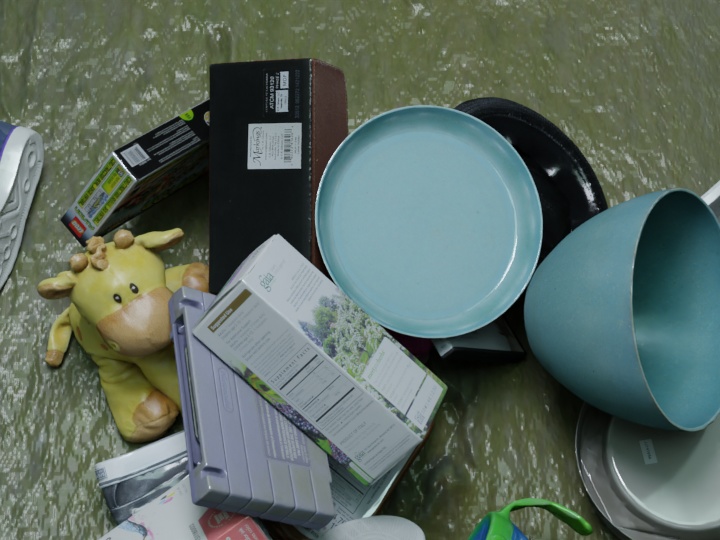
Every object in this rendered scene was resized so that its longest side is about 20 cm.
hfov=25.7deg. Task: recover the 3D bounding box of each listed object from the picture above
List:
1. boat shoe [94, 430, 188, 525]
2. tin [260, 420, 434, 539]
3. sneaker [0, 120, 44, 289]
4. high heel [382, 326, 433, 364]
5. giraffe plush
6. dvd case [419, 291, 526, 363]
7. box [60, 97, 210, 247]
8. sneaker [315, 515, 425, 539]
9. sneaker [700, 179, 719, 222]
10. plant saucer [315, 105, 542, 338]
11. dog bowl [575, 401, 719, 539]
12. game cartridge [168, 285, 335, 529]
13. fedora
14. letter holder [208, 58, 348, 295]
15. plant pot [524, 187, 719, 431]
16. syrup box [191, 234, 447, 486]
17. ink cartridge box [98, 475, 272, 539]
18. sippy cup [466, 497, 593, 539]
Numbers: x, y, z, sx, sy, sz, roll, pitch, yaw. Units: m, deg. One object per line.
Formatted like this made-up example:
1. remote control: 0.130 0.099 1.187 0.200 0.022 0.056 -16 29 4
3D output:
1. boat shoe: -0.129 0.167 1.385 0.199 0.072 0.068 -19 87 -20
2. tin: -0.010 0.155 1.383 0.112 0.042 0.200 43 67 -20
3. sneaker: -0.395 -0.059 1.485 0.146 0.081 0.201 11 68 13
4. high heel: 0.000 0.000 1.449 0.067 0.096 0.200 -29 69 -14
5. giraffe plush: -0.196 0.034 1.392 0.200 0.162 0.173 33 69 13
6. dvd case: 0.068 -0.004 1.440 0.018 0.142 0.200 -40 66 24
7. box: -0.175 -0.101 1.438 0.035 0.110 0.200 49 42 3
8. sneaker: -0.028 0.291 1.323 0.200 0.112 0.073 -27 44 -36
9. sneaker: 0.359 -0.034 1.492 0.200 0.071 0.099 -37 73 -10
10. plant saucer: 0.057 -0.041 1.352 0.199 0.027 0.201 2 82 -12
11. dog bowl: 0.286 0.166 1.400 0.199 0.059 0.201 0 64 -1
12. game cartridge: -0.091 0.113 1.302 0.129 0.038 0.201 22 41 -36
13. fedora: 0.133 -0.060 1.464 0.200 0.092 0.201 15 60 -29
14. letter holder: -0.060 -0.078 1.408 0.100 0.142 0.201 0 89 22
15. plant pot: 0.219 0.036 1.343 0.134 0.200 0.201 -4 59 37
16. syrup box: -0.032 0.074 1.303 0.200 0.081 0.079 41 35 -6
17. ink cartridge box: -0.171 0.256 1.298 0.200 0.068 0.116 -36 26 -6
18. sippy cup: 0.133 0.289 1.307 0.130 0.140 0.178 28 106 0
